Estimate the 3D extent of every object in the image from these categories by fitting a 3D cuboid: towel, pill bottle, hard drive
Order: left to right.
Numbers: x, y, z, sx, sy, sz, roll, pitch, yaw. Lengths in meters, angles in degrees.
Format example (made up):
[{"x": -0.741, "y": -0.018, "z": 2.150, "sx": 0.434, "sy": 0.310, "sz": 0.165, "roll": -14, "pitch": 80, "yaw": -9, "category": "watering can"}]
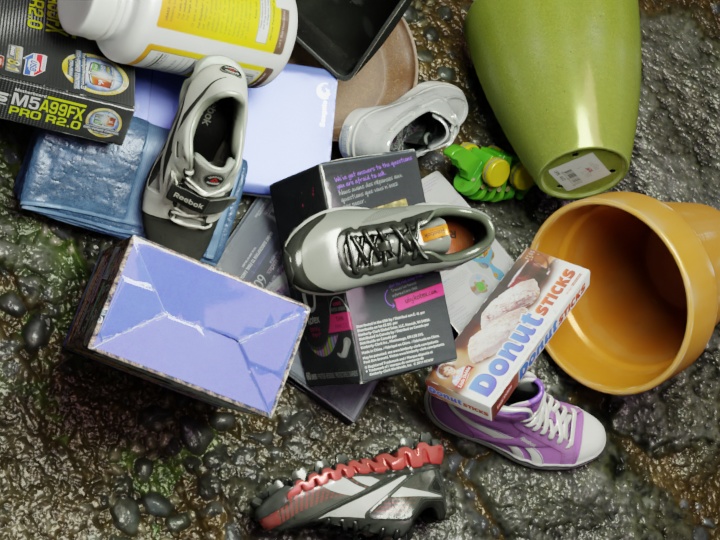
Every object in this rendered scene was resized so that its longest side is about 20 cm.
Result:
[{"x": -0.210, "y": -0.084, "z": 1.250, "sx": 0.199, "sy": 0.049, "sz": 0.112, "roll": 17, "pitch": 93, "yaw": -16, "category": "towel"}, {"x": -0.164, "y": -0.231, "z": 1.214, "sx": 0.200, "sy": 0.109, "sz": 0.110, "roll": 6, "pitch": 70, "yaw": -38, "category": "pill bottle"}, {"x": -0.126, "y": -0.142, "z": 1.314, "sx": 0.199, "sy": 0.025, "sz": 0.132, "roll": 7, "pitch": 84, "yaw": -14, "category": "hard drive"}]

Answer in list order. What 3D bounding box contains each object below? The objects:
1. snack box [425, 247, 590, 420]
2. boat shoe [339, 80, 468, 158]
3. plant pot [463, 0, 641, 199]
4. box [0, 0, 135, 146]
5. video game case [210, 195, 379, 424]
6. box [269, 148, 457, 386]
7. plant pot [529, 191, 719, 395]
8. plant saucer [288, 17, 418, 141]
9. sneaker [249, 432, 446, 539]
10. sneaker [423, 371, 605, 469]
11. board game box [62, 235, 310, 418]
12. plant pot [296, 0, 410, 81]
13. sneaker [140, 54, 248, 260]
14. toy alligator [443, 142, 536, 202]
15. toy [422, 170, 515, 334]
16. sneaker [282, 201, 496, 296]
[{"x": 0.144, "y": 0.057, "z": 1.301, "sx": 0.072, "sy": 0.024, "sz": 0.200, "roll": 22, "pitch": 52, "yaw": 26, "category": "snack box"}, {"x": 0.061, "y": -0.146, "z": 1.367, "sx": 0.200, "sy": 0.068, "sz": 0.072, "roll": -16, "pitch": 122, "yaw": -53, "category": "boat shoe"}, {"x": 0.211, "y": -0.180, "z": 1.390, "sx": 0.187, "sy": 0.187, "sz": 0.200, "roll": 7, "pitch": 58, "yaw": -22, "category": "plant pot"}, {"x": -0.287, "y": -0.206, "z": 1.229, "sx": 0.160, "sy": 0.044, "sz": 0.200, "roll": 12, "pitch": 39, "yaw": -19, "category": "box"}, {"x": -0.054, "y": 0.036, "z": 1.321, "sx": 0.200, "sy": 0.019, "sz": 0.143, "roll": 36, "pitch": 63, "yaw": -9, "category": "video game case"}, {"x": 0.000, "y": 0.000, "z": 1.259, "sx": 0.106, "sy": 0.122, "sz": 0.201, "roll": -10, "pitch": 88, "yaw": -27, "category": "box"}, {"x": 0.303, "y": 0.008, "z": 1.402, "sx": 0.183, "sy": 0.200, "sz": 0.201, "roll": -17, "pitch": 80, "yaw": -43, "category": "plant pot"}, {"x": -0.037, "y": -0.221, "z": 1.401, "sx": 0.200, "sy": 0.037, "sz": 0.201, "roll": 8, "pitch": 70, "yaw": -22, "category": "plant saucer"}, {"x": -0.002, "y": 0.218, "z": 1.253, "sx": 0.200, "sy": 0.071, "sz": 0.098, "roll": -10, "pitch": 75, "yaw": -28, "category": "sneaker"}, {"x": 0.173, "y": 0.145, "z": 1.332, "sx": 0.200, "sy": 0.114, "sz": 0.073, "roll": 14, "pitch": 66, "yaw": -21, "category": "sneaker"}, {"x": -0.154, "y": 0.050, "z": 1.158, "sx": 0.159, "sy": 0.200, "sz": 0.097, "roll": 23, "pitch": 81, "yaw": -16, "category": "board game box"}, {"x": 0.001, "y": -0.345, "z": 1.337, "sx": 0.200, "sy": 0.200, "sz": 0.177, "roll": 42, "pitch": 39, "yaw": 4, "category": "plant pot"}, {"x": -0.144, "y": -0.083, "z": 1.188, "sx": 0.074, "sy": 0.089, "sz": 0.201, "roll": 8, "pitch": 112, "yaw": -18, "category": "sneaker"}, {"x": 0.158, "y": -0.098, "z": 1.440, "sx": 0.200, "sy": 0.059, "sz": 0.054, "roll": 3, "pitch": 112, "yaw": -42, "category": "toy alligator"}, {"x": 0.096, "y": 0.005, "z": 1.375, "sx": 0.115, "sy": 0.047, "sz": 0.200, "roll": -31, "pitch": 74, "yaw": -37, "category": "toy"}, {"x": 0.026, "y": -0.026, "z": 1.163, "sx": 0.200, "sy": 0.079, "sz": 0.074, "roll": -12, "pitch": 91, "yaw": -26, "category": "sneaker"}]
